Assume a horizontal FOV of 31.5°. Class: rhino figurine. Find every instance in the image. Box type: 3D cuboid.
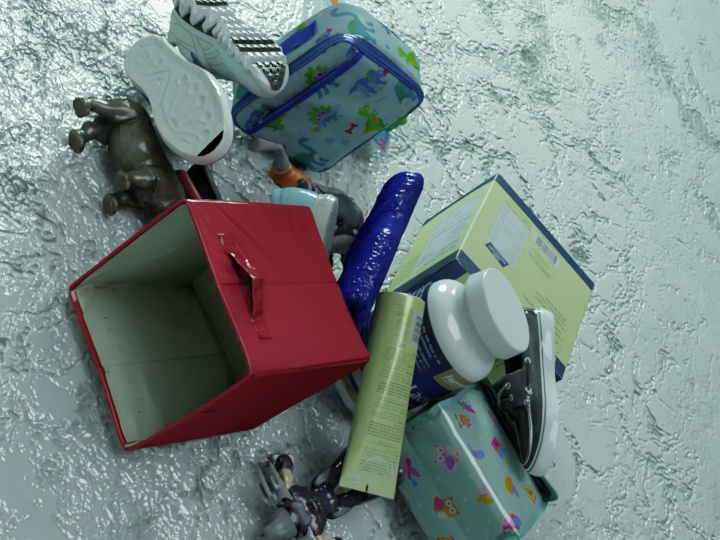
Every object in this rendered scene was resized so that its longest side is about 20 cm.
[{"bbox_3d":[-0.220,-0.089,1.297,0.087,0.060,0.201,-23,84,-51],"label":"rhino figurine"}]

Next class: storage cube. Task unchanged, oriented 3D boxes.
[{"bbox_3d":[-0.128,0.050,1.189,0.179,0.200,0.172,-1,64,-55],"label":"storage cube"}]

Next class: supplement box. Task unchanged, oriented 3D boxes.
[{"bbox_3d":[0.159,0.031,1.566,0.200,0.134,0.200,47,38,-12],"label":"supplement box"}]

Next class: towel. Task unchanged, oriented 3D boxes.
[{"bbox_3d":[0.000,0.000,1.328,0.049,0.148,0.201,25,48,-1],"label":"towel"}]

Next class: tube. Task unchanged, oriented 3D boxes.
[{"bbox_3d":[0.022,0.123,1.280,0.058,0.052,0.201,10,78,0],"label":"tube"}]

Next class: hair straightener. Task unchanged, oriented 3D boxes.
[{"bbox_3d":[-0.129,-0.028,1.367,0.201,0.041,0.077,57,37,0],"label":"hair straightener"}]

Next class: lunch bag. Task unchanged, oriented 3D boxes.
[{"bbox_3d":[0.127,0.215,1.413,0.171,0.122,0.200,59,25,8],"label":"lunch bag"},{"bbox_3d":[-0.042,-0.206,1.460,0.160,0.199,0.083,34,40,-39],"label":"lunch bag"}]

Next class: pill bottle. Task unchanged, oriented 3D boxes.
[{"bbox_3d":[0.073,0.078,1.369,0.116,0.199,0.116,41,35,-37],"label":"pill bottle"}]

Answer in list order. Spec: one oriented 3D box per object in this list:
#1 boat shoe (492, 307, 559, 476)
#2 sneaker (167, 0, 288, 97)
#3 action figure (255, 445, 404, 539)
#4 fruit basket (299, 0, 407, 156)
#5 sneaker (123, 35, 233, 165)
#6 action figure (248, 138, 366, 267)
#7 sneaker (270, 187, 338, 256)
[{"bbox_3d":[0.175,0.126,1.390,0.066,0.070,0.201,10,61,-9],"label":"boat shoe"},{"bbox_3d":[-0.150,-0.240,1.416,0.075,0.081,0.200,-3,38,-44],"label":"sneaker"},{"bbox_3d":[-0.035,0.227,1.269,0.200,0.069,0.131,-23,88,-49],"label":"action figure"},{"bbox_3d":[-0.009,-0.271,1.614,0.200,0.093,0.186,51,32,-40],"label":"fruit basket"},{"bbox_3d":[-0.160,-0.153,1.343,0.200,0.081,0.146,50,3,37],"label":"sneaker"},{"bbox_3d":[-0.047,-0.038,1.407,0.193,0.104,0.201,21,53,-55],"label":"action figure"},{"bbox_3d":[-0.082,0.007,1.314,0.081,0.201,0.074,18,15,9],"label":"sneaker"}]
